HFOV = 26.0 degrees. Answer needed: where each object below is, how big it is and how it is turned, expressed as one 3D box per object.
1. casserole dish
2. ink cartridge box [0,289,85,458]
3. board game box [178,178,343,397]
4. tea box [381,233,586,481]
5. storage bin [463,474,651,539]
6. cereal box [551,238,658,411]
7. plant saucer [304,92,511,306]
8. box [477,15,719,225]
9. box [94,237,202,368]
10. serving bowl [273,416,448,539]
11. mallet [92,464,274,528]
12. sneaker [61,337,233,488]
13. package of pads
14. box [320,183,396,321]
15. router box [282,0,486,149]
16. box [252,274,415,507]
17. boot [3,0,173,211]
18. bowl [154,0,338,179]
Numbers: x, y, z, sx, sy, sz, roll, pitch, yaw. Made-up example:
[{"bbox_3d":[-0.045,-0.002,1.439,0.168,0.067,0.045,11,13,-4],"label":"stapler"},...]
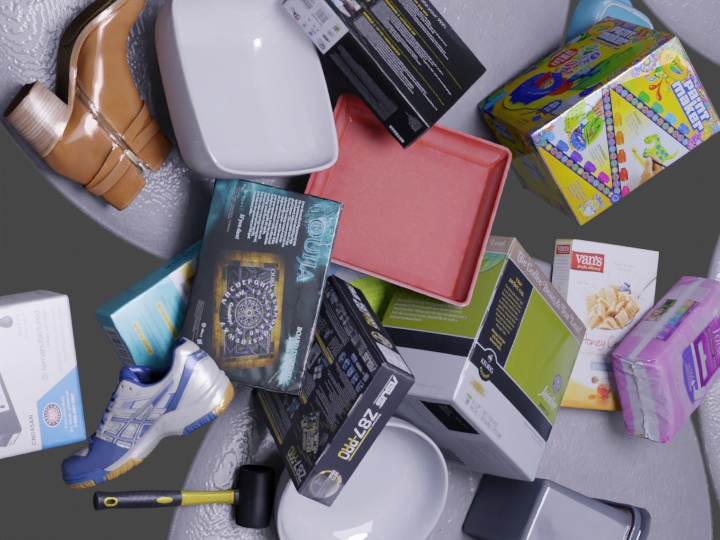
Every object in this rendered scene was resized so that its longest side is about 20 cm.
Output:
[{"bbox_3d":[0.299,-0.243,1.892,0.120,0.039,0.202,21,83,-29],"label":"casserole dish"},{"bbox_3d":[-0.374,0.107,1.478,0.198,0.084,0.146,-10,97,-30],"label":"ink cartridge box"},{"bbox_3d":[-0.102,0.015,1.575,0.134,0.028,0.202,13,86,1],"label":"board game box"},{"bbox_3d":[0.127,0.092,1.705,0.200,0.133,0.198,47,60,-44],"label":"tea box"},{"bbox_3d":[0.210,0.305,1.786,0.133,0.200,0.147,28,78,-17],"label":"storage bin"},{"bbox_3d":[0.292,0.068,1.901,0.143,0.039,0.203,6,89,-33],"label":"cereal box"},{"bbox_3d":[0.042,-0.070,1.652,0.198,0.037,0.201,18,63,1],"label":"plant saucer"},{"bbox_3d":[0.264,-0.173,1.749,0.192,0.200,0.123,-34,110,-3],"label":"box"},{"bbox_3d":[-0.170,0.025,1.616,0.199,0.049,0.083,-36,110,-24],"label":"box"},{"bbox_3d":[-0.007,0.236,1.696,0.198,0.066,0.202,-11,121,-19],"label":"serving bowl"},{"bbox_3d":[-0.182,0.248,1.632,0.198,0.041,0.067,-6,98,-26],"label":"mallet"},{"bbox_3d":[-0.224,0.139,1.548,0.199,0.075,0.089,-32,102,9],"label":"sneaker"},{"bbox_3d":[0.382,0.106,1.898,0.200,0.075,0.122,-40,126,-42],"label":"package of pads"},{"bbox_3d":[0.000,0.000,1.718,0.121,0.047,0.202,-15,100,-30],"label":"box"},{"bbox_3d":[0.029,-0.246,1.660,0.200,0.051,0.149,50,43,-5],"label":"router box"},{"bbox_3d":[-0.032,0.118,1.590,0.049,0.200,0.162,29,103,-28],"label":"box"},{"bbox_3d":[-0.238,-0.174,1.549,0.155,0.076,0.201,41,74,-25],"label":"boot"},{"bbox_3d":[-0.124,-0.183,1.585,0.199,0.074,0.202,-7,81,-47],"label":"bowl"}]
